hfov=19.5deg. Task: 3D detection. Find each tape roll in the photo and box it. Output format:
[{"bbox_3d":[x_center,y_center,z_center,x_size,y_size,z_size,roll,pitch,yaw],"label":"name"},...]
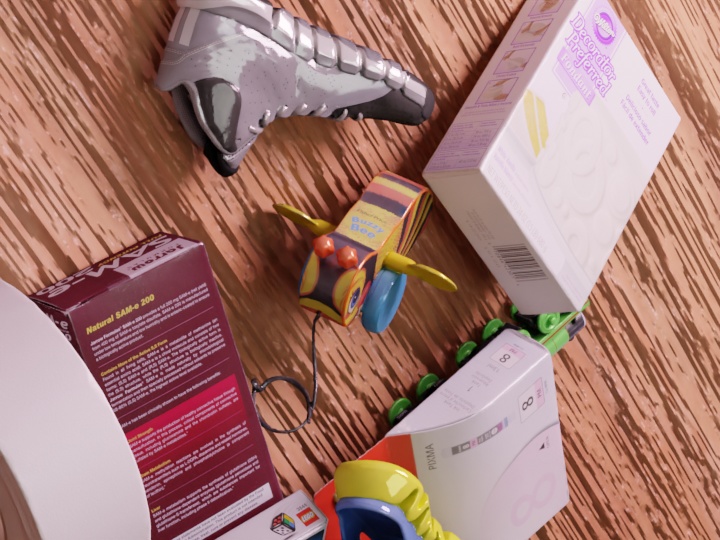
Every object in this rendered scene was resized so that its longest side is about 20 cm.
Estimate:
[{"bbox_3d":[-0.208,0.107,1.221,0.071,0.202,0.203,-31,114,-30],"label":"tape roll"}]

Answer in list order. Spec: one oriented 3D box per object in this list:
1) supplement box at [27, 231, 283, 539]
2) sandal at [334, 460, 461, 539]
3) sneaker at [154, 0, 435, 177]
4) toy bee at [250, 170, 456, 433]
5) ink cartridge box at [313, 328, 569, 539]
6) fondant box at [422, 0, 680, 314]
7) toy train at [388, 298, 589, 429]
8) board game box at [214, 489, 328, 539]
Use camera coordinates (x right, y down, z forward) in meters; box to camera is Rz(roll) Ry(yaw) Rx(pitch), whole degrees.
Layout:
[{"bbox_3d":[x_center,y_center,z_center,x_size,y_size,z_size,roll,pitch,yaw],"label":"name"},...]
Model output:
[{"bbox_3d":[-0.130,0.089,1.362,0.108,0.061,0.201,-27,114,-30],"label":"supplement box"},{"bbox_3d":[0.031,0.209,1.419,0.200,0.079,0.087,46,53,-42],"label":"sandal"},{"bbox_3d":[-0.052,-0.108,1.392,0.199,0.075,0.116,23,88,-26],"label":"sneaker"},{"bbox_3d":[0.000,0.000,1.394,0.109,0.130,0.201,95,2,-55],"label":"toy bee"},{"bbox_3d":[0.064,0.161,1.495,0.200,0.057,0.163,-42,140,-29],"label":"ink cartridge box"},{"bbox_3d":[0.141,-0.090,1.512,0.144,0.058,0.201,52,52,-30],"label":"fondant box"},{"bbox_3d":[0.098,0.074,1.545,0.200,0.042,0.057,-38,128,-26],"label":"toy train"},{"bbox_3d":[-0.113,0.235,1.374,0.199,0.035,0.127,-27,148,-30],"label":"board game box"}]
